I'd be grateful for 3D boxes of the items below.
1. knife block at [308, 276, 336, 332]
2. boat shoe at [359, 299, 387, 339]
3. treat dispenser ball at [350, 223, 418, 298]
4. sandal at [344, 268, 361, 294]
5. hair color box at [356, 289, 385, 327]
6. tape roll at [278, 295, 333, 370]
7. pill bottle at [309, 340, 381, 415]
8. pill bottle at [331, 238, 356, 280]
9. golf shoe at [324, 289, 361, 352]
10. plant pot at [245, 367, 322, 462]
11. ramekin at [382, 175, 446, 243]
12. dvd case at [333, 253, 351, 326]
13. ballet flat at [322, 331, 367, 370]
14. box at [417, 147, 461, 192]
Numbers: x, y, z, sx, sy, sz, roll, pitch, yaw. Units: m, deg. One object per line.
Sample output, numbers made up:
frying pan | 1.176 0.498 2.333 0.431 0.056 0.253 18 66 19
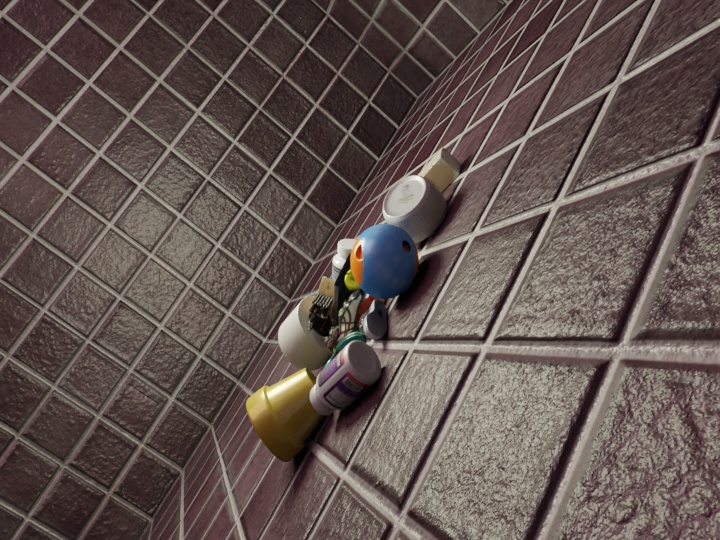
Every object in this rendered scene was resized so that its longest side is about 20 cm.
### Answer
knife block | -0.112 0.120 1.731 0.200 0.062 0.182 53 -126 -77
boat shoe | 0.029 0.148 1.475 0.068 0.073 0.201 -48 12 20
treat dispenser ball | 0.068 -0.026 1.488 0.203 0.199 0.202 -50 12 15
sandal | 0.000 0.000 1.702 0.202 0.077 0.088 -57 -14 -35
hair color box | 0.013 0.104 1.699 0.200 0.063 0.113 -45 15 48
tape roll | -0.160 0.210 1.774 0.139 0.200 0.205 -45 14 35
pill bottle | -0.044 0.276 1.325 0.200 0.110 0.113 -47 13 34
pill bottle | -0.044 0.003 1.871 0.120 0.114 0.208 -79 -6 -66
golf shoe | -0.036 0.160 1.621 0.205 0.086 0.077 -63 5 7
plant pot | -0.186 0.381 1.464 0.187 0.203 0.201 -37 11 -3
ramekin | 0.158 -0.195 1.633 0.195 0.105 0.205 -25 42 25
dvd case | -0.057 0.065 1.723 0.204 0.017 0.145 93 -165 -46
ballet flat | -0.046 0.241 1.541 0.202 0.067 0.071 -53 1 21
box | 0.247 -0.308 1.814 0.200 0.094 0.079 -48 13 37
